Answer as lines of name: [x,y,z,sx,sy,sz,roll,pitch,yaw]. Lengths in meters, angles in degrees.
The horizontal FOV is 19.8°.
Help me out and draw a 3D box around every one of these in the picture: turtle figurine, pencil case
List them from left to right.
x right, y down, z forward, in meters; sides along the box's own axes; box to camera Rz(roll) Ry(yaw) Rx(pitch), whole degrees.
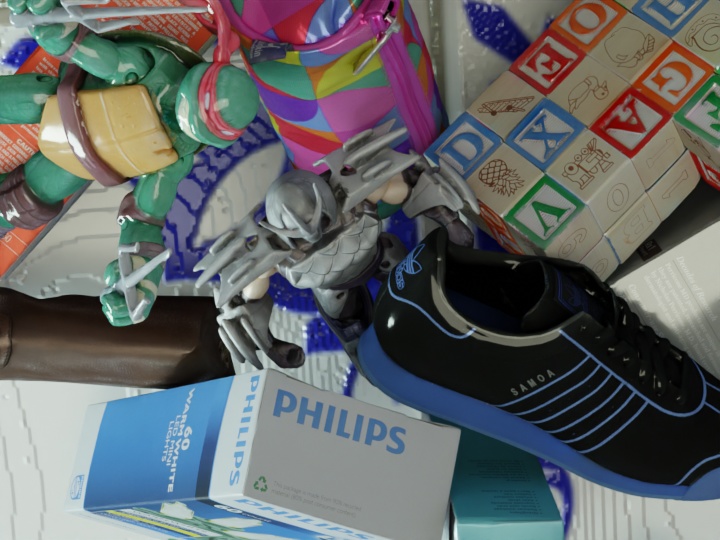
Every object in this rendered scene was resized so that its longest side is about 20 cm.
turtle figurine: [-0.111,-0.054,0.855,0.199,0.101,0.150,-8,108,35]
pencil case: [-0.008,-0.093,0.935,0.088,0.200,0.089,-3,71,9]

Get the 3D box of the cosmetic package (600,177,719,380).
cosmetic package: [0.187,-0.007,1.010,0.200,0.107,0.090,-34,103,4]

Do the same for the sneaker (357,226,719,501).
sneaker: [0.101,0.041,0.913,0.199,0.070,0.078,17,132,-12]

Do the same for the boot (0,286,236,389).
boot: [-0.155,0.033,0.968,0.199,0.186,0.065,8,97,-1]

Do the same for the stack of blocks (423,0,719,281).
stack of blocks: [0.142,-0.081,0.961,0.200,0.115,0.059,-45,144,-6]

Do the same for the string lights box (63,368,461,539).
string lights box: [-0.051,0.094,0.964,0.102,0.200,0.059,19,73,-26]

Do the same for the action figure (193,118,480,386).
action figure: [0.000,0.000,0.957,0.130,0.200,0.070,-26,66,9]

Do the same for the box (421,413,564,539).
box: [0.059,0.122,0.985,0.049,0.200,0.083,-1,104,-3]

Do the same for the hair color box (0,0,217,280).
hair color box: [-0.121,-0.095,0.980,0.061,0.102,0.200,42,97,-7]
